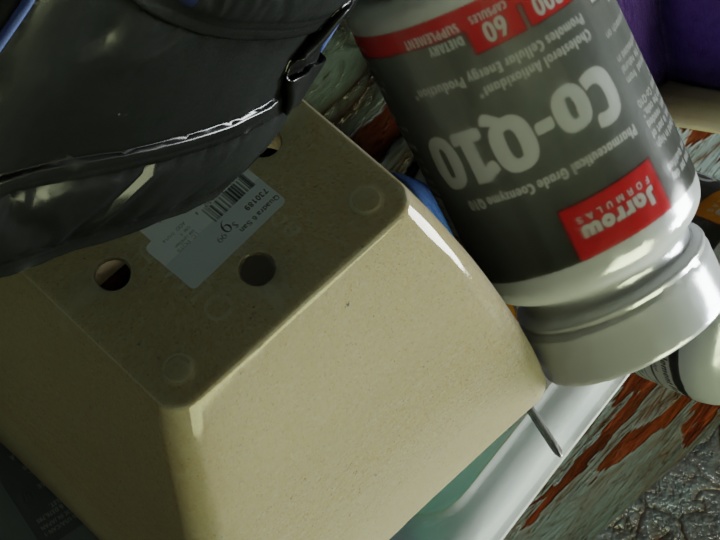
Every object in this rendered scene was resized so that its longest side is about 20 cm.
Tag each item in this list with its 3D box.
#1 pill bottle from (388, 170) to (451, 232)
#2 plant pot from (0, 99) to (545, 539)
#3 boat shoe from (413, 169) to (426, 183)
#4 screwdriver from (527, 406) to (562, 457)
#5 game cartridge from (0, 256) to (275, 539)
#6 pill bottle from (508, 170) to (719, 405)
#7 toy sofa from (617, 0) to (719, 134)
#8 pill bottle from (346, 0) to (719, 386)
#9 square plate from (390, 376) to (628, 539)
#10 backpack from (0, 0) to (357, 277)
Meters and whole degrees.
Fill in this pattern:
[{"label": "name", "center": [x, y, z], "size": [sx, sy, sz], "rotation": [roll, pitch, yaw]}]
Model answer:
[{"label": "pill bottle", "center": [0.000, 0.000, 1.368], "size": [0.112, 0.112, 0.200], "rotation": [-49, 165, 11]}, {"label": "plant pot", "center": [-0.060, 0.014, 1.114], "size": [0.200, 0.200, 0.177], "rotation": [-42, 154, -15]}, {"label": "boat shoe", "center": [0.079, -0.069, 1.511], "size": [0.065, 0.074, 0.200], "rotation": [-38, 174, -46]}, {"label": "screwdriver", "center": [0.063, 0.026, 1.459], "size": [0.028, 0.200, 0.029], "rotation": [-29, 147, -6]}, {"label": "game cartridge", "center": [-0.100, 0.082, 1.203], "size": [0.200, 0.133, 0.041], "rotation": [-32, 149, -10]}, {"label": "pill bottle", "center": [0.173, 0.005, 1.382], "size": [0.116, 0.200, 0.117], "rotation": [-31, 133, -41]}, {"label": "toy sofa", "center": [0.149, -0.163, 1.191], "size": [0.097, 0.083, 0.200], "rotation": [-27, 118, -39]}, {"label": "pill bottle", "center": [0.085, -0.056, 1.163], "size": [0.114, 0.200, 0.114], "rotation": [-26, -164, 8]}, {"label": "square plate", "center": [0.042, 0.076, 1.538], "size": [0.200, 0.198, 0.028], "rotation": [-51, 138, -14]}, {"label": "backpack", "center": [-0.089, -0.102, 0.762], "size": [0.183, 0.147, 0.200], "rotation": [-54, 160, 26]}]
